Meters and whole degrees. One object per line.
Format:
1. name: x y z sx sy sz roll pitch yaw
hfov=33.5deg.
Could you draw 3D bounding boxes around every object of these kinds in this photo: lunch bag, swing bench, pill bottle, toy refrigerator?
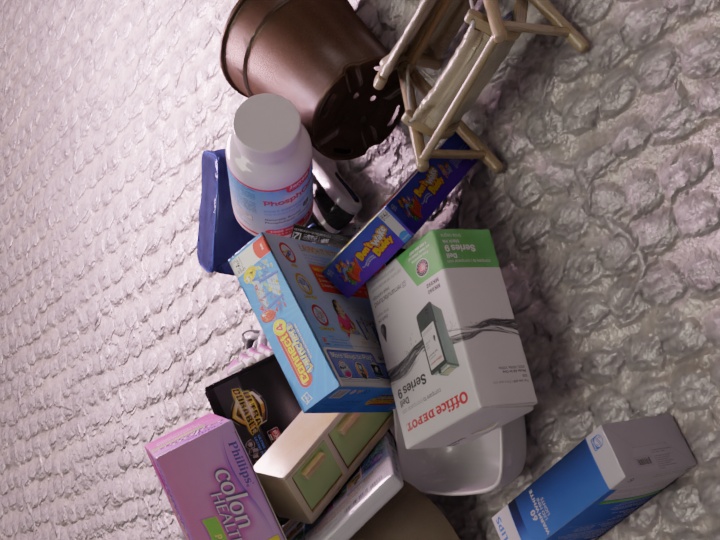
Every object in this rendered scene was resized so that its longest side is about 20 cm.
1. lunch bag: -0.164 -0.094 1.766 0.136 0.131 0.203 -146 59 -68
2. swing bench: 0.117 -0.248 1.339 0.200 0.128 0.201 -58 46 40
3. pill bottle: -0.113 -0.129 1.493 0.201 0.107 0.110 93 160 -64
4. toy refrigerator: -0.034 0.201 1.429 0.069 0.200 0.076 2 129 45

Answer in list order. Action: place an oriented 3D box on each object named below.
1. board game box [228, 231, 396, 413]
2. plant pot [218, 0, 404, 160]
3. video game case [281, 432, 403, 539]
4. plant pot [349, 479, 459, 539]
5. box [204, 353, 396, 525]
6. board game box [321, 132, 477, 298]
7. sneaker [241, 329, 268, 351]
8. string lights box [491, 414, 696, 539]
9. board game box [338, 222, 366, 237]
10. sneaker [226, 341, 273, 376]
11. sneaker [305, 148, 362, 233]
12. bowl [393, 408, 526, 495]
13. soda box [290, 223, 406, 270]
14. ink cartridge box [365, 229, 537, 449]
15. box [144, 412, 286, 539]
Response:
1. board game box: -0.036 0.063 1.355 0.056 0.199 0.197 -37 68 21
2. plant pot: -0.051 -0.257 1.550 0.198 0.199 0.202 48 129 35
3. video game case: -0.031 0.285 1.408 0.200 0.024 0.182 -45 7 4
4. plant pot: 0.000 0.377 1.416 0.187 0.199 0.189 36 143 34
5. box: -0.072 0.198 1.533 0.050 0.197 0.202 155 91 -83
6. board game box: 0.049 -0.067 1.385 0.045 0.200 0.134 44 130 -2
7. sneaker: -0.094 0.154 1.676 0.201 0.114 0.075 64 142 33
8. string lights box: 0.231 0.224 1.204 0.200 0.102 0.059 -52 51 43
9. board game box: -0.038 0.005 1.625 0.199 0.034 0.137 -1 71 56
10. sneaker: -0.079 0.131 1.607 0.080 0.198 0.090 -144 41 -76
11. sneaker: -0.080 -0.106 1.647 0.112 0.073 0.201 -50 39 15
12. bowl: 0.122 0.156 1.392 0.199 0.074 0.202 -14 79 56
13. soda box: 0.000 0.000 1.498 0.198 0.063 0.072 13 81 31
14. ink cartridge box: 0.095 0.076 1.293 0.146 0.083 0.202 -39 58 49
15. box: -0.170 0.271 1.406 0.178 0.096 0.200 66 165 -2
